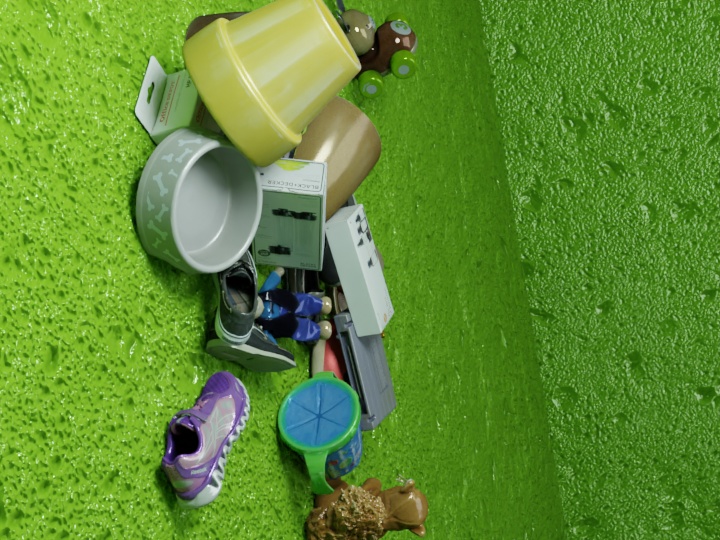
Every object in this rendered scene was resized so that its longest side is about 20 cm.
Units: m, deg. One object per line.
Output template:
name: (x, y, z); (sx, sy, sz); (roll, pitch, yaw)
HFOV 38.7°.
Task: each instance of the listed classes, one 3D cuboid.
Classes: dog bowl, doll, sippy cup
dog bowl: (-0.207, -0.089, 1.370); (0.199, 0.058, 0.204); (-25, 121, -49)
doll: (-0.123, 0.062, 1.613); (0.198, 0.048, 0.140); (10, 77, -53)
sippy cup: (-0.054, 0.264, 1.651); (0.178, 0.138, 0.131); (-48, 145, -24)

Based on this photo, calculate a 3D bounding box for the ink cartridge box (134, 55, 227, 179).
ink cartridge box: (-0.229, -0.201, 1.443); (0.201, 0.067, 0.118); (56, 32, -47)

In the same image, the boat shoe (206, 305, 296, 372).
boat shoe: (-0.154, 0.106, 1.511); (0.199, 0.071, 0.069); (34, 47, -56)

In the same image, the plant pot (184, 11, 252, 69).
plant pot: (-0.135, -0.314, 1.551); (0.186, 0.196, 0.191); (-9, 90, -68)

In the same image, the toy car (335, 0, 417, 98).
toy car: (0.010, -0.489, 2.090); (0.200, 0.156, 0.166); (44, 28, -40)

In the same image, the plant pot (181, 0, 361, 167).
plant pot: (-0.109, -0.274, 1.380); (0.202, 0.187, 0.201); (54, 12, -17)

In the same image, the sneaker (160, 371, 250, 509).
sneaker: (-0.207, 0.205, 1.338); (0.089, 0.079, 0.202); (55, 33, -35)

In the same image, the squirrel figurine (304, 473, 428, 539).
squirrel figurine: (0.014, 0.404, 1.674); (0.199, 0.183, 0.145); (-2, 84, -69)

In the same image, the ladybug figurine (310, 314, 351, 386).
ladybug figurine: (-0.035, 0.177, 1.794); (0.135, 0.071, 0.204); (20, 63, -66)

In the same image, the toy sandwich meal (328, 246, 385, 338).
toy sandwich meal: (0.002, 0.047, 1.943); (0.205, 0.069, 0.210); (-9, 90, -69)

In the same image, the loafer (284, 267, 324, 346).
loafer: (-0.091, 0.027, 1.720); (0.072, 0.062, 0.204); (-32, 112, -67)

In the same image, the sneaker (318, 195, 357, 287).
sneaker: (-0.055, -0.083, 1.838); (0.106, 0.073, 0.204); (44, 43, -61)

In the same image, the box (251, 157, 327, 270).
box: (-0.108, -0.084, 1.549); (0.201, 0.114, 0.061); (93, 3, -57)

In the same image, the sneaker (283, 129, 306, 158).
sneaker: (-0.132, -0.186, 1.602); (0.200, 0.071, 0.083); (-43, 114, -21)

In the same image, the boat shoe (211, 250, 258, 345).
boat shoe: (-0.171, 0.018, 1.443); (0.067, 0.057, 0.202); (14, 38, -20)

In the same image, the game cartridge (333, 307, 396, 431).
game cartridge: (0.009, 0.160, 1.771); (0.129, 0.038, 0.204); (-32, 110, -70)

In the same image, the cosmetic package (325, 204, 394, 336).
cosmetic package: (0.000, 0.000, 1.714); (0.083, 0.050, 0.203); (-49, 126, -59)

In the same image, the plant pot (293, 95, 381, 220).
plant pot: (-0.083, -0.157, 1.689); (0.188, 0.183, 0.202); (60, 43, -42)
